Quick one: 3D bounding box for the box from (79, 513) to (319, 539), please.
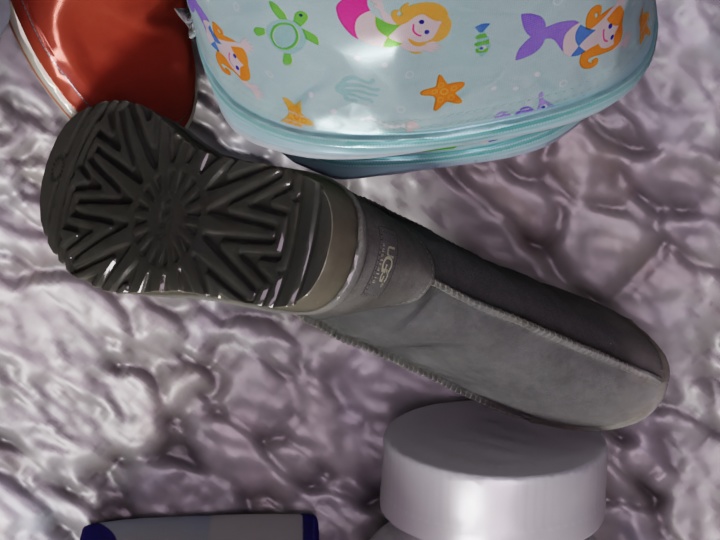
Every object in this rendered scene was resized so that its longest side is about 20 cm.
[{"bbox_3d":[-0.061,0.223,0.875,0.104,0.184,0.202,-4,106,-1],"label":"box"}]

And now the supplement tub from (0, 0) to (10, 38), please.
[{"bbox_3d":[-0.221,-0.037,0.796,0.144,0.145,0.201,28,117,-10],"label":"supplement tub"}]

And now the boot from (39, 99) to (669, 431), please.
[{"bbox_3d":[-0.001,0.002,0.845,0.199,0.181,0.073,14,97,-48],"label":"boot"}]

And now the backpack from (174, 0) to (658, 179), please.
[{"bbox_3d":[0.019,-0.120,0.778,0.176,0.201,0.152,-8,126,-2],"label":"backpack"}]

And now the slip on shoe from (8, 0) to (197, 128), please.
[{"bbox_3d":[-0.099,-0.136,0.823,0.074,0.061,0.202,-23,115,-30],"label":"slip on shoe"}]

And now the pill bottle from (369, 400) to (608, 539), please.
[{"bbox_3d":[0.050,0.163,0.903,0.108,0.110,0.202,1,106,-3],"label":"pill bottle"}]
